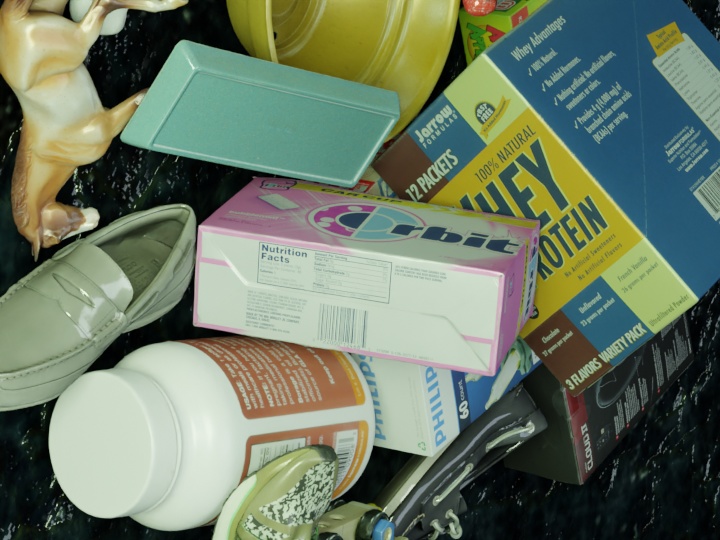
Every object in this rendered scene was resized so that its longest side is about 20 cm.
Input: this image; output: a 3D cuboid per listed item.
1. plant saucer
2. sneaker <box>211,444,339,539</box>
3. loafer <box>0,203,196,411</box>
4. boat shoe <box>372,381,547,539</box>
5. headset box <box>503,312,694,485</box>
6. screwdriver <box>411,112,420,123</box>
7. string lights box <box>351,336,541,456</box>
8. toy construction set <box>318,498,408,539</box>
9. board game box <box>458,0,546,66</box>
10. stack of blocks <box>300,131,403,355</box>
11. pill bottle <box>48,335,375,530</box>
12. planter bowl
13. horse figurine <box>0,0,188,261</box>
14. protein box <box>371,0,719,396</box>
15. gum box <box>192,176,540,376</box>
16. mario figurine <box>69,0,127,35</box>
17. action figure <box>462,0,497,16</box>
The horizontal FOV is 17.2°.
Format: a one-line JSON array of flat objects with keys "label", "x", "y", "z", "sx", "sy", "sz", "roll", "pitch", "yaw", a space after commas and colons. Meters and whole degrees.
[{"label": "plant saucer", "x": -0.051, "y": -0.086, "z": 1.387, "sx": 0.199, "sy": 0.019, "sz": 0.070, "roll": 8, "pitch": 123, "yaw": -52}, {"label": "sneaker", "x": -0.047, "y": 0.197, "z": 1.396, "sx": 0.077, "sy": 0.088, "sz": 0.201, "roll": 3, "pitch": 116, "yaw": -51}, {"label": "loafer", "x": -0.162, "y": 0.016, "z": 1.347, "sx": 0.200, "sy": 0.070, "sz": 0.070, "roll": -39, "pitch": 160, "yaw": -51}, {"label": "boat shoe", "x": 0.056, "y": 0.156, "z": 1.649, "sx": 0.063, "sy": 0.073, "sz": 0.200, "roll": 42, "pitch": 72, "yaw": -4}, {"label": "headset box", "x": 0.167, "y": 0.053, "z": 1.802, "sx": 0.200, "sy": 0.077, "sz": 0.150, "roll": -41, "pitch": 129, "yaw": -39}, {"label": "screwdriver", "x": 0.040, "y": -0.171, "z": 1.626, "sx": 0.028, "sy": 0.029, "sz": 0.202, "roll": -3, "pitch": 104, "yaw": -53}, {"label": "string lights box", "x": 0.073, "y": 0.030, "z": 1.584, "sx": 0.200, "sy": 0.059, "sz": 0.104, "roll": -37, "pitch": 125, "yaw": -45}, {"label": "toy construction set", "x": -0.017, "y": 0.219, "z": 1.517, "sx": 0.200, "sy": 0.091, "sz": 0.132, "roll": -36, "pitch": 134, "yaw": -72}, {"label": "board game box", "x": 0.152, "y": -0.182, "z": 1.750, "sx": 0.200, "sy": 0.047, "sz": 0.102, "roll": -39, "pitch": 127, "yaw": -42}, {"label": "stack of blocks", "x": 0.014, "y": 0.019, "z": 1.602, "sx": 0.115, "sy": 0.058, "sz": 0.201, "roll": -47, "pitch": 133, "yaw": -36}, {"label": "pill bottle", "x": -0.090, "y": 0.097, "z": 1.438, "sx": 0.199, "sy": 0.111, "sz": 0.113, "roll": -2, "pitch": 100, "yaw": -53}, {"label": "planter bowl", "x": -0.026, "y": -0.180, "z": 1.481, "sx": 0.200, "sy": 0.083, "sz": 0.202, "roll": -19, "pitch": 113, "yaw": -51}, {"label": "horse figurine", "x": -0.153, "y": -0.111, "z": 1.318, "sx": 0.132, "sy": 0.050, "sz": 0.201, "roll": -24, "pitch": 137, "yaw": -11}, {"label": "protein box", "x": 0.156, "y": -0.070, "z": 1.540, "sx": 0.200, "sy": 0.135, "sz": 0.198, "roll": 48, "pitch": 45, "yaw": 1}, {"label": "gum box", "x": 0.000, "y": 0.000, "z": 1.437, "sx": 0.114, "sy": 0.198, "sz": 0.067, "roll": -49, "pitch": 146, "yaw": -67}, {"label": "mario figurine", "x": -0.152, "y": -0.216, "z": 1.332, "sx": 0.123, "sy": 0.106, "sz": 0.199, "roll": -45, "pitch": 133, "yaw": 15}, {"label": "action figure", "x": 0.105, "y": -0.256, "z": 1.580, "sx": 0.065, "sy": 0.098, "sz": 0.202, "roll": 118, "pitch": -21, "yaw": -67}]
